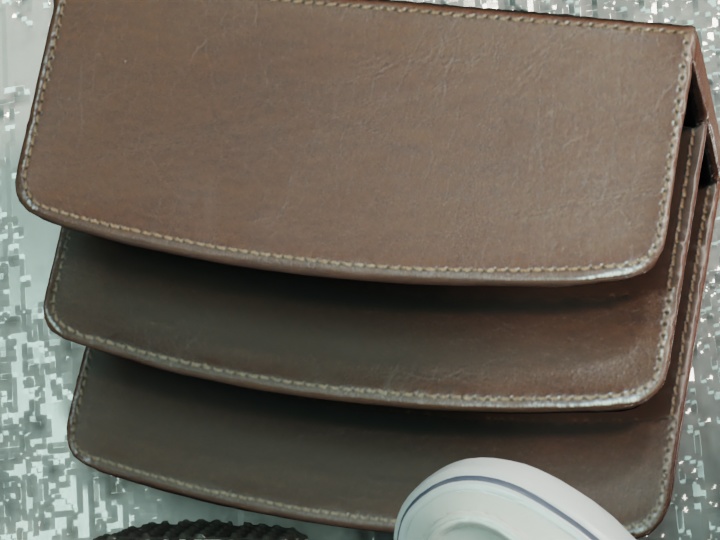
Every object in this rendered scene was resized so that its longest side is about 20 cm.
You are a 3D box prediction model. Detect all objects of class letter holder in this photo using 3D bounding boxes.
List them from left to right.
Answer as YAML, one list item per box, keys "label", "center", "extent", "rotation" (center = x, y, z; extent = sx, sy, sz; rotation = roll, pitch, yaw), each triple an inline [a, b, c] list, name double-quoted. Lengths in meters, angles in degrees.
- label: "letter holder"
  center: [0.000, 0.000, 0.837]
  extent: [0.199, 0.101, 0.143]
  rotation: [6, 72, 15]

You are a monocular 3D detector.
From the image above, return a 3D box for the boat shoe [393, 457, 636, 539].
- label: "boat shoe"
  center: [0.073, 0.139, 0.743]
  extent: [0.074, 0.065, 0.200]
  rotation: [-41, 81, 19]

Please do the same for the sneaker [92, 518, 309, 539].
- label: "sneaker"
  center: [0.013, 0.123, 0.833]
  extent: [0.199, 0.074, 0.080]
  rotation: [2, 93, 17]
